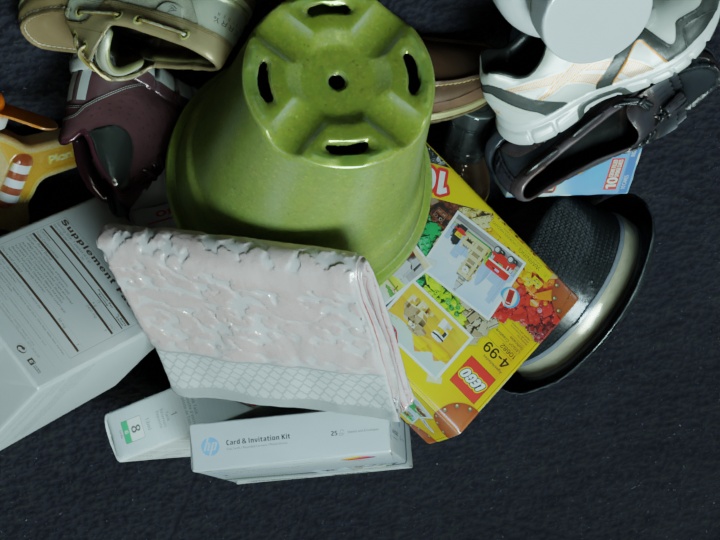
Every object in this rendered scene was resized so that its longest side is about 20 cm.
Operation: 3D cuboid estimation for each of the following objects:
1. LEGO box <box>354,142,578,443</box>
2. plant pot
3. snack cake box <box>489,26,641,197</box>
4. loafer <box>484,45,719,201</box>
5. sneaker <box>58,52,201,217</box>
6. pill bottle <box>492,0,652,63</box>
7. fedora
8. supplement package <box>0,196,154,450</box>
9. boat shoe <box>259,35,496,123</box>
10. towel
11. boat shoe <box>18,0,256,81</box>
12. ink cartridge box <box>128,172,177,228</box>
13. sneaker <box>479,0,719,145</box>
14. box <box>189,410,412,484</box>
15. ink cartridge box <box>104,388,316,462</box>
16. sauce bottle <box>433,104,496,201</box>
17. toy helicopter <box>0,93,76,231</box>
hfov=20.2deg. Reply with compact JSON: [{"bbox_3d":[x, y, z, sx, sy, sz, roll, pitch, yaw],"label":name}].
[{"bbox_3d":[0.040,0.008,1.538,0.200,0.077,0.149,45,71,-4],"label":"LEGO box"},{"bbox_3d":[-0.028,-0.098,1.404,0.200,0.200,0.184,-10,163,-14],"label":"plant pot"},{"bbox_3d":[0.178,-0.158,1.632,0.115,0.067,0.200,-4,130,-21],"label":"snack cake box"},{"bbox_3d":[0.198,-0.110,1.591,0.200,0.063,0.072,-25,134,1],"label":"loafer"},{"bbox_3d":[-0.143,-0.082,1.519,0.200,0.116,0.076,24,159,-25],"label":"sneaker"},{"bbox_3d":[0.133,-0.237,1.449,0.111,0.200,0.111,-12,133,-13],"label":"pill bottle"},{"bbox_3d":[0.154,0.003,1.702,0.092,0.201,0.201,33,112,-22],"label":"fedora"},{"bbox_3d":[-0.246,0.043,1.518,0.121,0.120,0.200,-43,172,33],"label":"supplement package"},{"bbox_3d":[0.020,-0.156,1.564,0.200,0.072,0.068,-6,132,-14],"label":"boat shoe"},{"bbox_3d":[-0.072,0.039,1.449,0.200,0.032,0.191,6,144,20],"label":"towel"},{"bbox_3d":[-0.167,-0.168,1.409,0.200,0.066,0.074,0,154,37],"label":"boat shoe"},{"bbox_3d":[-0.119,-0.002,1.645,0.117,0.067,0.200,-16,134,-8],"label":"ink cartridge box"},{"bbox_3d":[0.180,-0.172,1.525,0.200,0.074,0.080,-32,131,7],"label":"sneaker"},{"bbox_3d":[-0.044,0.143,1.627,0.156,0.041,0.200,-6,172,6],"label":"box"},{"bbox_3d":[-0.090,0.106,1.683,0.200,0.050,0.161,-24,169,19],"label":"ink cartridge box"},{"bbox_3d":[0.072,-0.056,1.680,0.065,0.065,0.200,-2,132,-21],"label":"sauce bottle"},{"bbox_3d":[-0.256,-0.092,1.522,0.200,0.079,0.132,-19,126,-21],"label":"toy helicopter"}]
